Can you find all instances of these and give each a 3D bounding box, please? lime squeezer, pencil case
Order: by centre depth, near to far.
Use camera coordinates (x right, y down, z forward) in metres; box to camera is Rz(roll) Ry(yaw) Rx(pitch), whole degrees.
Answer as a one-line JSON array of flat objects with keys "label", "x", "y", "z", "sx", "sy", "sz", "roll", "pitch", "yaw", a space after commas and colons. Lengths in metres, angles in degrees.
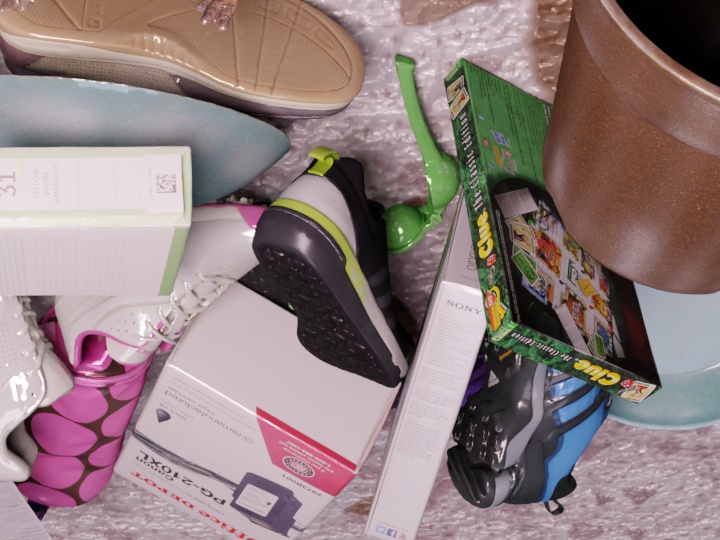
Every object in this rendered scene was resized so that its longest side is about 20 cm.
[{"label": "lime squeezer", "x": 0.020, "y": -0.039, "z": 0.894, "sx": 0.070, "sy": 0.038, "sz": 0.201, "roll": 0, "pitch": 135, "yaw": -30}, {"label": "pencil case", "x": -0.212, "y": 0.099, "z": 1.058, "sx": 0.093, "sy": 0.091, "sz": 0.200, "roll": 15, "pitch": 139, "yaw": -11}]

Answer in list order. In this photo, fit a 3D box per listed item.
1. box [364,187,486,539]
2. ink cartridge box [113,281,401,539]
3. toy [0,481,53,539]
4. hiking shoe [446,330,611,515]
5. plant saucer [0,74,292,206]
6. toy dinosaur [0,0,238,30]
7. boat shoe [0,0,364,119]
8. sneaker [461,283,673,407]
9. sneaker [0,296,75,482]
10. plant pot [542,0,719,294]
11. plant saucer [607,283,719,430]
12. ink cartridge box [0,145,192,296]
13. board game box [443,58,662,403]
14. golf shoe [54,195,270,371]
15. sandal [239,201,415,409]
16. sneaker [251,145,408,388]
[{"label": "box", "x": 0.050, "y": 0.051, "z": 0.898, "sx": 0.036, "sy": 0.145, "sz": 0.201, "roll": 17, "pitch": 124, "yaw": 1}, {"label": "ink cartridge box", "x": -0.078, "y": 0.110, "z": 1.019, "sx": 0.144, "sy": 0.085, "sz": 0.200, "roll": 30, "pitch": 147, "yaw": -3}, {"label": "toy", "x": -0.290, "y": 0.111, "z": 1.042, "sx": 0.115, "sy": 0.047, "sz": 0.201, "roll": -16, "pitch": 112, "yaw": 47}, {"label": "hiking shoe", "x": 0.121, "y": 0.055, "z": 0.898, "sx": 0.086, "sy": 0.074, "sz": 0.201, "roll": 10, "pitch": 110, "yaw": -32}, {"label": "plant saucer", "x": -0.139, "y": -0.064, "z": 0.799, "sx": 0.199, "sy": 0.039, "sz": 0.201, "roll": 6, "pitch": 172, "yaw": 1}, {"label": "toy dinosaur", "x": -0.103, "y": -0.193, "z": 0.675, "sx": 0.199, "sy": 0.086, "sz": 0.136, "roll": 5, "pitch": 137, "yaw": -16}, {"label": "boat shoe", "x": -0.098, "y": -0.116, "z": 0.787, "sx": 0.199, "sy": 0.072, "sz": 0.065, "roll": 8, "pitch": 151, "yaw": -9}, {"label": "sneaker", "x": 0.118, "y": 0.036, "z": 1.001, "sx": 0.199, "sy": 0.081, "sz": 0.083, "roll": -32, "pitch": 118, "yaw": 22}, {"label": "sneaker", "x": -0.231, "y": 0.046, "z": 0.939, "sx": 0.099, "sy": 0.078, "sz": 0.201, "roll": 10, "pitch": 108, "yaw": 0}, {"label": "plant pot", "x": 0.182, "y": -0.100, "z": 0.719, "sx": 0.199, "sy": 0.202, "sz": 0.199, "roll": 3, "pitch": 152, "yaw": -4}, {"label": "plant saucer", "x": 0.200, "y": 0.005, "z": 0.917, "sx": 0.198, "sy": 0.036, "sz": 0.201, "roll": 1, "pitch": 114, "yaw": 3}, {"label": "ink cartridge box", "x": -0.190, "y": -0.020, "z": 0.740, "sx": 0.198, "sy": 0.048, "sz": 0.146, "roll": 0, "pitch": 166, "yaw": -12}, {"label": "board game box", "x": 0.102, "y": -0.026, "z": 0.793, "sx": 0.104, "sy": 0.201, "sz": 0.023, "roll": 22, "pitch": 131, "yaw": -26}, {"label": "golf shoe", "x": -0.117, "y": 0.011, "z": 0.905, "sx": 0.199, "sy": 0.092, "sz": 0.075, "roll": -15, "pitch": 162, "yaw": 38}, {"label": "sandal", "x": -0.019, "y": 0.020, "z": 0.991, "sx": 0.075, "sy": 0.048, "sz": 0.201, "roll": -20, "pitch": 126, "yaw": 26}, {"label": "sneaker", "x": 0.000, "y": 0.000, "z": 0.868, "sx": 0.071, "sy": 0.083, "sz": 0.200, "roll": 20, "pitch": 156, "yaw": 23}]
